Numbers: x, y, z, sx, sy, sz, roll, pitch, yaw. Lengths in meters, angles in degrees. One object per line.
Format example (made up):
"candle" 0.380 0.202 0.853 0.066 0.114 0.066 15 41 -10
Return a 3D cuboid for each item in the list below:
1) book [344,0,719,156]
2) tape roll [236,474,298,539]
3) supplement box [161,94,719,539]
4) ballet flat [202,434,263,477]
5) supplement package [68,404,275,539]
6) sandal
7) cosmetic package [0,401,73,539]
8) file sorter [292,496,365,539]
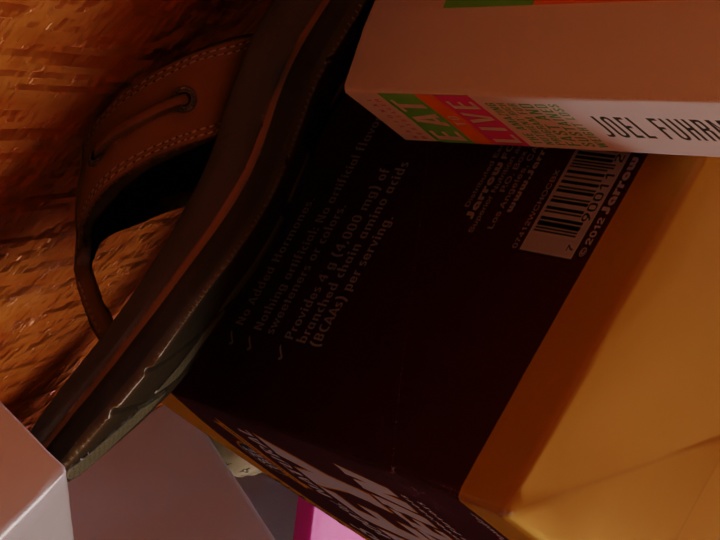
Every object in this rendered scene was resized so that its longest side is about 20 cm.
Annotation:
"book" 0.089 -0.087 0.549 0.199 0.048 0.134 6 -115 55
"tape roll" 0.021 0.082 1.027 0.071 0.202 0.202 -53 171 35
"supplement box" 0.076 -0.005 0.661 0.198 0.133 0.200 -60 -152 -10
"ballet flat" -0.015 -0.020 0.792 0.057 0.066 0.201 -1 122 -45
"supplement package" -0.100 0.172 0.853 0.150 0.152 0.200 -29 166 -23
"sandal" -0.040 -0.036 0.637 0.201 0.054 0.082 -63 175 -3
"cosmetic package" -0.129 0.076 0.561 0.113 0.081 0.200 -44 173 -14
"file sorter" 0.090 0.117 0.875 0.199 0.125 0.140 -4 113 -28
